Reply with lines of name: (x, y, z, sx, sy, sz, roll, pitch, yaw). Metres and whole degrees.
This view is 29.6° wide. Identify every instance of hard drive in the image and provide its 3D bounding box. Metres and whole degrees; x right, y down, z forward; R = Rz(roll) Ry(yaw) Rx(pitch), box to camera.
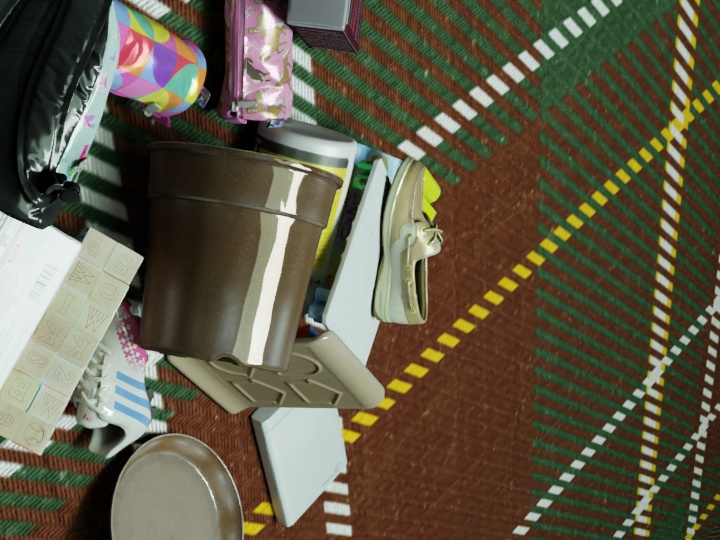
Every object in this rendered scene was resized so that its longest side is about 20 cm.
hard drive: (-0.076, 0.221, 1.765, 0.132, 0.027, 0.201, -44, 142, -34)

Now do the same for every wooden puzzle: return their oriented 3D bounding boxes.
wooden puzzle: (-0.092, 0.107, 1.539, 0.185, 0.198, 0.047, 51, 38, -55)

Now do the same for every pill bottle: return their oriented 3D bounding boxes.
pill bottle: (-0.078, -0.059, 1.508, 0.114, 0.114, 0.202, -5, 113, -55)

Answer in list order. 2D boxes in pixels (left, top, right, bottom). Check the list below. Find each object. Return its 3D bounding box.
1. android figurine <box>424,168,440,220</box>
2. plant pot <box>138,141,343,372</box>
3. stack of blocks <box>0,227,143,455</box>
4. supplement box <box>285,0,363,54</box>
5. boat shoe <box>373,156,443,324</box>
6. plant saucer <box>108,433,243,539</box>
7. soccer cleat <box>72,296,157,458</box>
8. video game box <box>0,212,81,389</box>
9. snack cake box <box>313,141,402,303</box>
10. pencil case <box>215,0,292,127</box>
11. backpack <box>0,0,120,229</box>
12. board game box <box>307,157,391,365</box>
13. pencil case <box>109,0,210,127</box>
android figurine: (0.042, -0.052, 1.764, 0.183, 0.041, 0.200, -61, 151, -11)
plant pot: (-0.129, -0.008, 1.341, 0.200, 0.199, 0.200, 17, 81, -58)
stack of blocks: (-0.281, 0.063, 1.262, 0.058, 0.115, 0.201, 30, 79, -17)
supplement box: (-0.031, -0.290, 1.394, 0.200, 0.060, 0.110, -17, 114, -85)
boat shoe: (0.062, -0.032, 1.583, 0.074, 0.066, 0.202, -44, 144, -62)
plant saucer: (-0.210, 0.285, 1.523, 0.199, 0.032, 0.202, 23, 60, -46)
soccer cleat: (-0.257, 0.108, 1.375, 0.086, 0.069, 0.201, -45, 143, -38)
video game box: (-0.358, 0.019, 1.149, 0.182, 0.047, 0.201, 38, 76, -42)
snack cake box: (-0.033, -0.056, 1.622, 0.115, 0.067, 0.202, 11, 99, -61)
pencil case: (-0.106, -0.249, 1.384, 0.082, 0.087, 0.202, -4, 117, -17)
backpack: (-0.272, -0.151, 1.071, 0.201, 0.166, 0.127, -67, -168, -6)
board game box: (0.000, 0.000, 1.563, 0.200, 0.026, 0.202, 63, 42, -64)
pencil case: (-0.221, -0.199, 1.236, 0.200, 0.088, 0.089, 24, 88, -57)
